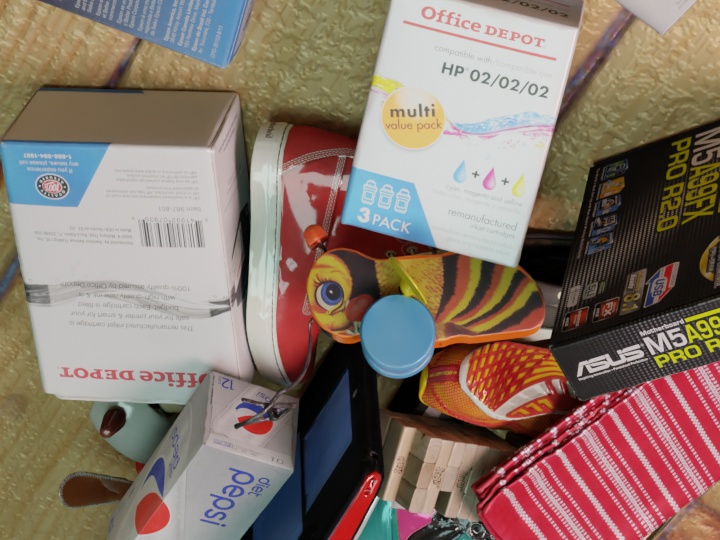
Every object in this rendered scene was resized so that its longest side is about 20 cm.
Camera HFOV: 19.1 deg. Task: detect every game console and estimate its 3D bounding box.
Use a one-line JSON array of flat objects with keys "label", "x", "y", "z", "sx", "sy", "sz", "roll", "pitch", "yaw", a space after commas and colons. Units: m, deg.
[{"label": "game console", "x": -0.034, "y": 0.146, "z": 1.448, "sx": 0.031, "sy": 0.200, "sz": 0.177, "roll": 19, "pitch": 117, "yaw": -14}]

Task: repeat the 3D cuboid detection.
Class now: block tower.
[{"label": "block tower", "x": 0.098, "y": 0.141, "z": 1.449, "sx": 0.200, "sy": 0.054, "sz": 0.058, "roll": 10, "pitch": 101, "yaw": -33}]

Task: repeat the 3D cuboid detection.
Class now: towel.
[{"label": "towel", "x": 0.178, "y": 0.132, "z": 1.428, "sx": 0.200, "sy": 0.022, "sz": 0.145, "roll": -37, "pitch": 132, "yaw": -3}]

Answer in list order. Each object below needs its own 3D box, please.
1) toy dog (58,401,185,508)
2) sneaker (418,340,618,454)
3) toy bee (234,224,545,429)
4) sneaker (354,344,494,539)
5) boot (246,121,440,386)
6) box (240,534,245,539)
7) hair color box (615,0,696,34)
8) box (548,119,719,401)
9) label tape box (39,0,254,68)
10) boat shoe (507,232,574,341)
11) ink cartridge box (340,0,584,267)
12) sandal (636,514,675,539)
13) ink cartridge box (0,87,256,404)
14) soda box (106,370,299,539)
[{"label": "toy dog", "x": -0.161, "y": 0.137, "z": 1.555, "sx": 0.132, "sy": 0.096, "sz": 0.200, "roll": -14, "pitch": 121, "yaw": 24}, {"label": "sneaker", "x": 0.126, "y": 0.083, "z": 1.440, "sx": 0.200, "sy": 0.073, "sz": 0.077, "roll": 21, "pitch": 165, "yaw": -35}, {"label": "toy bee", "x": 0.010, "y": 0.015, "z": 1.336, "sx": 0.131, "sy": 0.200, "sz": 0.109, "roll": -35, "pitch": 71, "yaw": 66}, {"label": "sneaker", "x": 0.069, "y": 0.143, "z": 1.510, "sx": 0.121, "sy": 0.084, "sz": 0.200, "roll": 24, "pitch": 125, "yaw": -8}, {"label": "boot", "x": 0.000, "y": 0.000, "z": 1.430, "sx": 0.144, "sy": 0.072, "sz": 0.200, "roll": 8, "pitch": 124, "yaw": 7}, {"label": "box", "x": -0.096, "y": 0.262, "z": 1.634, "sx": 0.159, "sy": 0.046, "sz": 0.200, "roll": 29, "pitch": 131, "yaw": -32}, {"label": "hair color box", "x": 0.130, "y": -0.237, "z": 1.223, "sx": 0.200, "sy": 0.061, "sz": 0.100, "roll": 35, "pitch": 126, "yaw": -13}, {"label": "box", "x": 0.205, "y": -0.019, "z": 1.278, "sx": 0.160, "sy": 0.200, "sz": 0.044, "roll": -19, "pitch": 119, "yaw": 27}, {"label": "label tape box", "x": -0.151, "y": -0.226, "z": 1.303, "sx": 0.200, "sy": 0.066, "sz": 0.143, "roll": 21, "pitch": 128, "yaw": 2}, {"label": "boat shoe", "x": 0.159, "y": 0.008, "z": 1.391, "sx": 0.201, "sy": 0.072, "sz": 0.061, "roll": -1, "pitch": 130, "yaw": 19}, {"label": "ink cartridge box", "x": 0.066, "y": -0.115, "z": 1.297, "sx": 0.115, "sy": 0.068, "sz": 0.200, "roll": 14, "pitch": 113, "yaw": 3}, {"label": "sandal", "x": 0.151, "y": 0.203, "z": 1.551, "sx": 0.200, "sy": 0.082, "sz": 0.055, "roll": -35, "pitch": 90, "yaw": 40}, {"label": "ink cartridge box", "x": -0.149, "y": -0.016, "z": 1.437, "sx": 0.145, "sy": 0.084, "sz": 0.200, "roll": 2, "pitch": 122, "yaw": 11}, {"label": "soda box", "x": -0.113, "y": 0.155, "z": 1.470, "sx": 0.068, "sy": 0.063, "sz": 0.200, "roll": 19, "pitch": 137, "yaw": -18}]
